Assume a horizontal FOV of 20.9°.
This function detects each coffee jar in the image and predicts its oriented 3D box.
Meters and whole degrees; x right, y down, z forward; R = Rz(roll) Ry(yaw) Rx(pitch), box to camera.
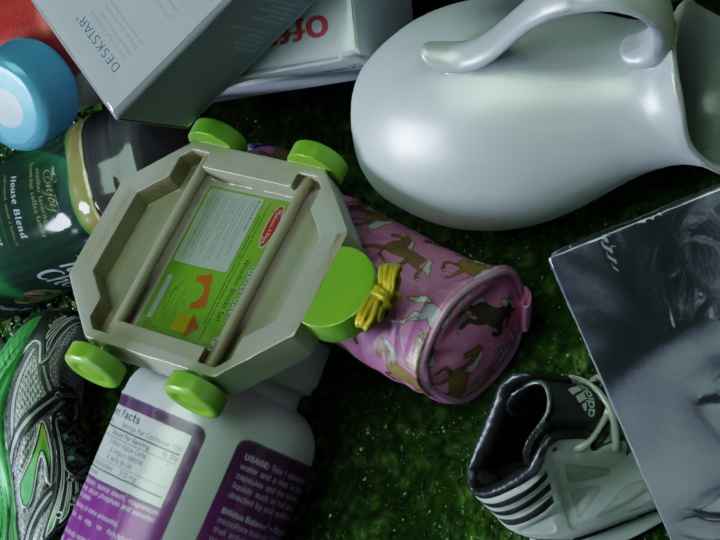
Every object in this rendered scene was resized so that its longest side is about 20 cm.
[{"bbox_3d":[-0.183,-0.033,1.190,0.200,0.104,0.085,-21,71,27],"label":"coffee jar"}]

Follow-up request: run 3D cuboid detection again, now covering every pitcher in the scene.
[{"bbox_3d":[0.087,-0.094,0.986,0.200,0.172,0.121,-5,64,32],"label":"pitcher"}]

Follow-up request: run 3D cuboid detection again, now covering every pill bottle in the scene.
[{"bbox_3d":[-0.092,0.119,1.066,0.112,0.112,0.200,18,83,38],"label":"pill bottle"}]

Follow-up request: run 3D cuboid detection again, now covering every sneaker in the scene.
[{"bbox_3d":[-0.178,0.121,1.157,0.085,0.078,0.200,-1,81,27],"label":"sneaker"},{"bbox_3d":[0.140,0.073,0.921,0.200,0.115,0.076,-31,58,21],"label":"sneaker"}]

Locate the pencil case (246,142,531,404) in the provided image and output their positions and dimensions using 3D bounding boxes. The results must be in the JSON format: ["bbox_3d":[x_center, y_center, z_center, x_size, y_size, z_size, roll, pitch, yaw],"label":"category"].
[{"bbox_3d":[0.000,0.000,1.067,0.200,0.083,0.087,31,91,39],"label":"pencil case"}]

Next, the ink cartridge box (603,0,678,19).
[{"bbox_3d":[0.121,-0.255,1.041,0.144,0.145,0.200,-22,61,26],"label":"ink cartridge box"}]

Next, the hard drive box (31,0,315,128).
[{"bbox_3d":[-0.087,-0.199,1.031,0.200,0.077,0.156,-41,73,20],"label":"hard drive box"}]

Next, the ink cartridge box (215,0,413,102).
[{"bbox_3d":[-0.055,-0.204,1.106,0.145,0.084,0.200,-6,86,27],"label":"ink cartridge box"}]

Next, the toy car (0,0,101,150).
[{"bbox_3d":[-0.216,-0.192,1.167,0.177,0.200,0.184,-7,25,37],"label":"toy car"}]

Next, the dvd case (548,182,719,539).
[{"bbox_3d":[0.191,0.056,0.870,0.149,0.016,0.200,-23,97,13],"label":"dvd case"}]

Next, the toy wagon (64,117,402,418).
[{"bbox_3d":[-0.061,0.003,1.018,0.200,0.040,0.155,14,67,33],"label":"toy wagon"}]
